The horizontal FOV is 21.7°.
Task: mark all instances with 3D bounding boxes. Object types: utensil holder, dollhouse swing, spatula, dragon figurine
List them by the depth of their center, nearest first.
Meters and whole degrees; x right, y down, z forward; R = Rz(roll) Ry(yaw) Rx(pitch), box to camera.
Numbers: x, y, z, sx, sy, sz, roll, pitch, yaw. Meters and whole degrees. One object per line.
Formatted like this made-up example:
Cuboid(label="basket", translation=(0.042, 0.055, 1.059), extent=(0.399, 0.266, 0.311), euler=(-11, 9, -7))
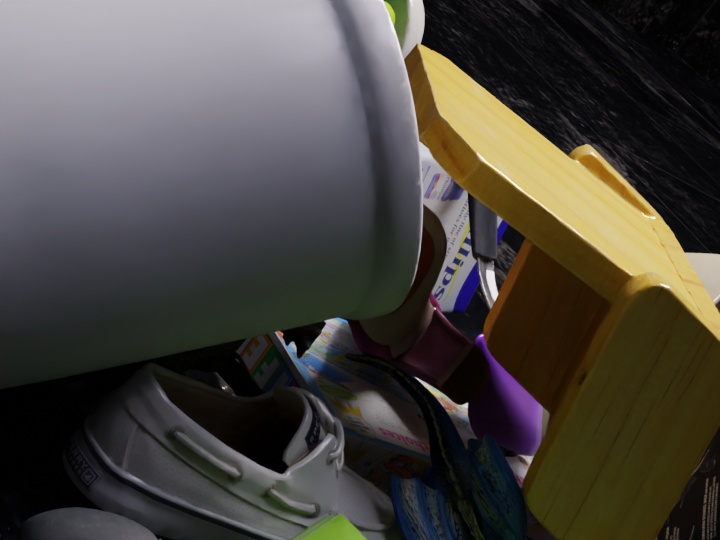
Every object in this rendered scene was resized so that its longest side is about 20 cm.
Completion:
Cuboid(label="utensil holder", translation=(-0.096, -0.043, 0.778), extent=(0.199, 0.170, 0.170), euler=(-13, 39, -19))
Cuboid(label="dragon figurine", translation=(0.051, 0.115, 0.889), extent=(0.099, 0.059, 0.200), euler=(39, 26, -77))
Cuboid(label="dollhouse swing", translation=(0.070, 0.018, 0.917), extent=(0.175, 0.182, 0.200), euler=(22, 19, -11))
Cuboid(label="spatula", translation=(0.076, 0.006, 1.069), extent=(0.056, 0.021, 0.201), euler=(14, 59, -37))

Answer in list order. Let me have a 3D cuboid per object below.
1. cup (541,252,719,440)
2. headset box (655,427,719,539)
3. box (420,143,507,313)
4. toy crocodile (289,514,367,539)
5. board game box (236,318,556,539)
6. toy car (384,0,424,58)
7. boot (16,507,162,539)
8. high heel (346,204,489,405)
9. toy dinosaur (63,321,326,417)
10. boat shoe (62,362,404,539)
Cuboid(label="cup", translation=(0.168, 0.071, 1.139), extent=(0.143, 0.201, 0.200), euler=(24, 6, 39))
Cuboid(label="headset box", translation=(0.172, 0.126, 0.925), extent=(0.077, 0.200, 0.149), euler=(34, 39, -14))
Cuboid(label="box", translation=(-0.027, -0.062, 1.152), extent=(0.184, 0.105, 0.200), euler=(32, 13, 27))
Cuboid(label="toy crocodile", translation=(0.039, 0.177, 0.776), extent=(0.200, 0.062, 0.067), euler=(38, 51, 24))
Cuboid(label="board game box", translation=(0.024, 0.084, 1.037), extent=(0.200, 0.034, 0.135), euler=(23, 21, -38))
Cuboid(label="toy car", translation=(-0.049, -0.199, 1.074), extent=(0.200, 0.150, 0.175), euler=(34, 15, 37))
Cuboid(label="boot", translation=(-0.101, 0.131, 0.599), extent=(0.165, 0.066, 0.200), euler=(40, 18, -19))
Cuboid(label="high heel", translation=(0.000, 0.000, 0.963), extent=(0.096, 0.067, 0.200), euler=(35, -17, 34))
Cuboid(label="toy dinosaur", translation=(-0.072, 0.010, 0.919), extent=(0.102, 0.077, 0.200), euler=(38, 29, -7))
Cuboid(label="boat shoe", translation=(-0.038, 0.087, 0.838), extent=(0.200, 0.070, 0.071), euler=(25, 20, -42))
